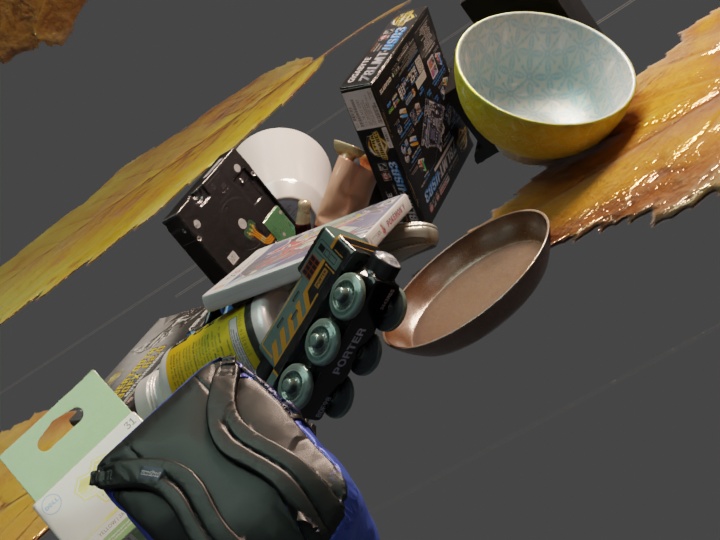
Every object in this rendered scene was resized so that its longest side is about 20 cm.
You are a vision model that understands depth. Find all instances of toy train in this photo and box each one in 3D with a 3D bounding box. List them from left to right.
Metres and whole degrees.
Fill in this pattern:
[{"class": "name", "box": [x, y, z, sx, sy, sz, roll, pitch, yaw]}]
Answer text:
[{"class": "toy train", "box": [-0.033, 0.055, 1.384, 0.114, 0.085, 0.201, 47, 113, 43]}]

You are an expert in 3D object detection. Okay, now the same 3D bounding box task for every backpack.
[{"class": "backpack", "box": [-0.079, 0.194, 1.130, 0.163, 0.168, 0.200, -46, 51, -10]}]

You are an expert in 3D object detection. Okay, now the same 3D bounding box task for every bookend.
[{"class": "bookend", "box": [0.169, -0.268, 1.690, 0.199, 0.199, 0.092, -30, 21, 26]}]

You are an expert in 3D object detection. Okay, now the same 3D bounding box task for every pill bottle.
[{"class": "pill bottle", "box": [-0.144, 0.111, 1.531, 0.199, 0.113, 0.113, -31, 19, 23]}]

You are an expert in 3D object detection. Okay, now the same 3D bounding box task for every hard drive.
[{"class": "hard drive", "box": [-0.133, -0.028, 1.704, 0.038, 0.200, 0.140, -23, 24, 45]}]

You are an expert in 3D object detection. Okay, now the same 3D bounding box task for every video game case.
[{"class": "video game case", "box": [-0.055, -0.021, 1.537, 0.198, 0.023, 0.182, -20, 11, 20]}]

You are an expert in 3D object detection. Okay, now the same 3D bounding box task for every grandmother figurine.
[{"class": "grandmother figurine", "box": [-0.032, -0.045, 1.692, 0.202, 0.121, 0.060, -66, 22, -3]}]

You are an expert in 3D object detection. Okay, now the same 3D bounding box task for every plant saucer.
[{"class": "plant saucer", "box": [0.110, 0.018, 1.387, 0.200, 0.035, 0.201, -36, 18, 13]}]

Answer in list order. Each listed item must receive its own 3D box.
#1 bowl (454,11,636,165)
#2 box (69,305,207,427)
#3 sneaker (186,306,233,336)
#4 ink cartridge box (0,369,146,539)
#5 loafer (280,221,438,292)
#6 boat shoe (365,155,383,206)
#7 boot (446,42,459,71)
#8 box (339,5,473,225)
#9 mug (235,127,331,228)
[{"class": "bowl", "box": [0.191, -0.181, 1.549, 0.108, 0.199, 0.201, 100, -163, -45]}, {"class": "box", "box": [-0.263, 0.132, 1.820, 0.158, 0.048, 0.200, -15, 30, 51]}, {"class": "sneaker", "box": [-0.138, 0.039, 1.755, 0.066, 0.079, 0.200, -17, 26, 52]}, {"class": "ink cartridge box", "box": [-0.283, 0.206, 1.494, 0.145, 0.048, 0.200, -43, 63, -11]}, {"class": "loafer", "box": [0.000, 0.000, 1.609, 0.199, 0.070, 0.070, -21, -17, 19]}, {"class": "boat shoe", "box": [0.036, -0.118, 1.819, 0.064, 0.073, 0.201, -7, 38, 39]}, {"class": "boot", "box": [0.167, -0.275, 1.907, 0.203, 0.073, 0.154, -23, 28, 49]}, {"class": "box", "box": [0.061, -0.181, 1.692, 0.049, 0.200, 0.201, -4, 34, 28]}, {"class": "mug", "box": [-0.104, -0.079, 1.933, 0.148, 0.188, 0.154, -6, 28, -5]}]
